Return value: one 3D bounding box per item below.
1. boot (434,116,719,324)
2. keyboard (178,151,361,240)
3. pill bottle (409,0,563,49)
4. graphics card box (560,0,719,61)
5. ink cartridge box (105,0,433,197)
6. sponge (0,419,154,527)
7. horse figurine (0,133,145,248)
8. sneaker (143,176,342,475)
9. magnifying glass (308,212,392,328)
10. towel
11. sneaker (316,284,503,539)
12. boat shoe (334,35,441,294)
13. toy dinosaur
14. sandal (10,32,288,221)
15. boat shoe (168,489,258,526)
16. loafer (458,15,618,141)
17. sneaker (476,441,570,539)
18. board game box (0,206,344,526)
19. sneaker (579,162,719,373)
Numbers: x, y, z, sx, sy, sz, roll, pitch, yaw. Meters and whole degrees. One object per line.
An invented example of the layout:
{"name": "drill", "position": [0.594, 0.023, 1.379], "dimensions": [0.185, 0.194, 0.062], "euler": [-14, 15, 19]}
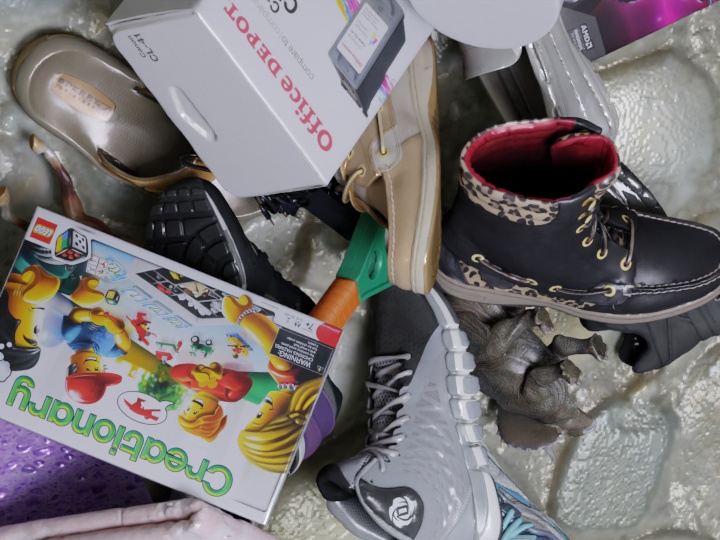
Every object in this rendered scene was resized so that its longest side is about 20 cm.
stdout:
{"name": "boot", "position": [0.145, -0.033, 1.557], "dimensions": [0.200, 0.151, 0.073], "euler": [5, 63, 0]}
{"name": "keyboard", "position": [-0.044, -0.084, 1.547], "dimensions": [0.200, 0.040, 0.104], "euler": [36, 67, -37]}
{"name": "pill bottle", "position": [0.096, -0.239, 1.496], "dimensions": [0.114, 0.114, 0.200], "euler": [38, 51, -28]}
{"name": "graphics card box", "position": [0.196, -0.230, 1.628], "dimensions": [0.200, 0.051, 0.126], "euler": [-24, 115, -12]}
{"name": "ink cartridge box", "position": [-0.039, -0.163, 1.486], "dimensions": [0.148, 0.086, 0.200], "euler": [52, 51, -28]}
{"name": "sponge", "position": [-0.203, 0.123, 1.554], "dimensions": [0.112, 0.030, 0.200], "euler": [-30, 134, -11]}
{"name": "horse figurine", "position": [-0.204, 0.013, 1.538], "dimensions": [0.200, 0.050, 0.133], "euler": [-50, 122, -3]}
{"name": "sneaker", "position": [-0.071, 0.026, 1.555], "dimensions": [0.088, 0.076, 0.200], "euler": [-40, 117, -49]}
{"name": "magnifying glass", "position": [0.000, 0.000, 1.572], "dimensions": [0.200, 0.022, 0.080], "euler": [-56, 149, -42]}
{"name": "towel", "position": [-0.113, 0.194, 1.540], "dimensions": [0.200, 0.191, 0.032], "euler": [33, 54, -48]}
{"name": "sneaker", "position": [0.018, 0.101, 1.604], "dimensions": [0.115, 0.075, 0.200], "euler": [-11, 80, -32]}
{"name": "boat shoe", "position": [0.015, -0.066, 1.542], "dimensions": [0.069, 0.200, 0.074], "euler": [-1, 138, 0]}
{"name": "toy dinosaur", "position": [0.098, 0.051, 1.659], "dimensions": [0.102, 0.077, 0.200], "euler": [-31, 107, 37]}
{"name": "sandal", "position": [-0.126, -0.084, 1.538], "dimensions": [0.200, 0.054, 0.080], "euler": [27, 95, -27]}
{"name": "boat shoe", "position": [-0.083, 0.113, 1.613], "dimensions": [0.074, 0.065, 0.200], "euler": [-2, 108, -22]}
{"name": "loafer", "position": [0.093, -0.149, 1.580], "dimensions": [0.070, 0.070, 0.200], "euler": [-40, 101, -34]}
{"name": "sneaker", "position": [0.091, 0.171, 1.692], "dimensions": [0.200, 0.086, 0.078], "euler": [37, 90, -27]}
{"name": "board game box", "position": [-0.125, 0.057, 1.469], "dimensions": [0.200, 0.035, 0.126], "euler": [22, 83, -1]}
{"name": "sneaker", "position": [0.175, -0.007, 1.681], "dimensions": [0.091, 0.076, 0.200], "euler": [-37, 114, 0]}
